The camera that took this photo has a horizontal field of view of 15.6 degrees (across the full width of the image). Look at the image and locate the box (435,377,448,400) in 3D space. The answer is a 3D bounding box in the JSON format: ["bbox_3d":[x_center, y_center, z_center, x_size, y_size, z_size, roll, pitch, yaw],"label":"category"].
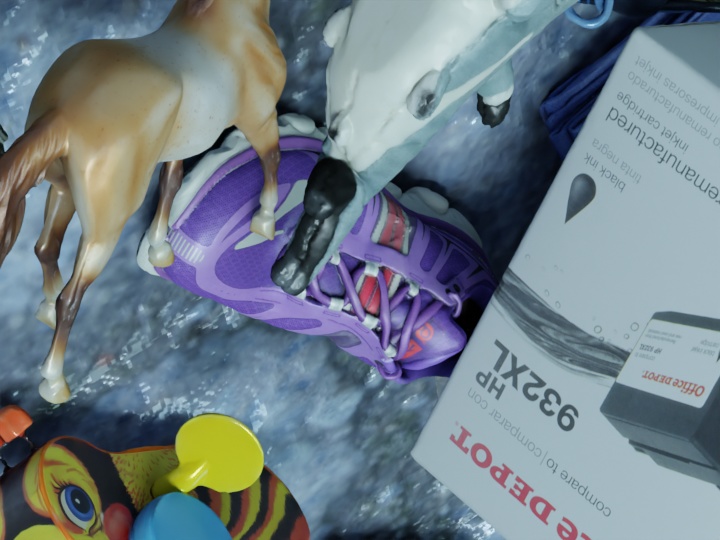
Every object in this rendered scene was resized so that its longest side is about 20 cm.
[{"bbox_3d":[0.154,0.042,1.157,0.158,0.049,0.199,-15,163,40],"label":"box"}]

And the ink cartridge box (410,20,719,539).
[{"bbox_3d":[0.129,0.029,0.990,0.084,0.145,0.201,-10,134,-53],"label":"ink cartridge box"}]

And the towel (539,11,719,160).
[{"bbox_3d":[0.159,-0.062,1.157,0.145,0.024,0.200,-42,145,-3],"label":"towel"}]

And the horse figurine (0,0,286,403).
[{"bbox_3d":[-0.072,-0.041,0.869,0.200,0.050,0.133,-37,145,-48],"label":"horse figurine"}]

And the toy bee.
[{"bbox_3d":[-0.097,0.094,1.024,0.131,0.109,0.200,-32,176,10],"label":"toy bee"}]

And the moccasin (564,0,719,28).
[{"bbox_3d":[0.105,-0.134,0.989,0.199,0.068,0.081,-5,131,-36],"label":"moccasin"}]

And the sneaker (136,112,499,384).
[{"bbox_3d":[0.000,0.000,1.019,0.199,0.083,0.081,15,117,-48],"label":"sneaker"}]

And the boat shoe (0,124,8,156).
[{"bbox_3d":[-0.142,-0.094,0.807,0.064,0.071,0.200,-34,141,-8],"label":"boat shoe"}]

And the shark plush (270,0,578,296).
[{"bbox_3d":[0.037,-0.068,0.923,0.083,0.091,0.201,16,103,-51],"label":"shark plush"}]
